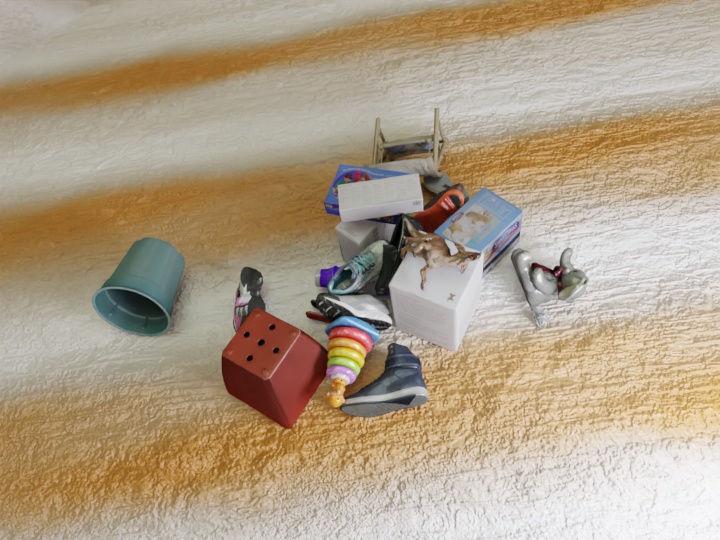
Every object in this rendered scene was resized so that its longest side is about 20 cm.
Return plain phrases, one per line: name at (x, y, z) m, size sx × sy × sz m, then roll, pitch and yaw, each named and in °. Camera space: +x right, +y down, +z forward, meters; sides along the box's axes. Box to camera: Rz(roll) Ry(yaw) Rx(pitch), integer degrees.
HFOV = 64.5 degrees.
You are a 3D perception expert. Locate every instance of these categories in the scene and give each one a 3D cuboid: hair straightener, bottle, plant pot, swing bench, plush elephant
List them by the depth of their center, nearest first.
plant pot at (-0.204, 0.206, 1.311) m, size 0.198 × 0.177 × 0.201 m, roll 24°, pitch 63°, yaw 23°
plush elephant at (0.458, 0.019, 1.341) m, size 0.153 × 0.165 × 0.202 m, roll -20°, pitch 83°, yaw 11°
hair straightener at (-0.035, 0.101, 1.435) m, size 0.198 × 0.041 × 0.078 m, roll 9°, pitch 59°, yaw 15°
bottle at (-0.017, 0.022, 1.459) m, size 0.197 × 0.084 × 0.066 m, roll 1°, pitch 45°, yaw 11°
plant pot at (-0.560, 0.034, 1.489) m, size 0.197 × 0.201 × 0.198 m, roll 0°, pitch 48°, yaw 10°
swing bench at (0.134, -0.335, 1.630) m, size 0.197 × 0.130 × 0.202 m, roll -1°, pitch 57°, yaw 23°

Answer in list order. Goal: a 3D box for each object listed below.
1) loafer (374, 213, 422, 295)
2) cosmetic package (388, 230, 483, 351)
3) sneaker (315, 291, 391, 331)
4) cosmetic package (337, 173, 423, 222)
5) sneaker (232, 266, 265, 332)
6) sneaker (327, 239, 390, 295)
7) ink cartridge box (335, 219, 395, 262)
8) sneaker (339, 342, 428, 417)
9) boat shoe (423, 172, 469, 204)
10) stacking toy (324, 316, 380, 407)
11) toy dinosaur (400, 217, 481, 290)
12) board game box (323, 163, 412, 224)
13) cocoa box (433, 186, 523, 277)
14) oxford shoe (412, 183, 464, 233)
loafer at (0.078, -0.039, 1.350) m, size 0.068 × 0.070 × 0.202 m, roll 7°, pitch 70°, yaw 63°
cosmetic package at (0.180, 0.051, 1.335) m, size 0.166 × 0.201 × 0.167 m, roll 21°, pitch 62°, yaw 21°
sneaker at (-0.016, 0.085, 1.353) m, size 0.198 × 0.074 × 0.080 m, roll 18°, pitch 56°, yaw -26°
cosmetic package at (0.047, -0.173, 1.366) m, size 0.197 × 0.051 × 0.083 m, roll -7°, pitch 58°, yaw 4°
sneaker at (-0.286, 0.093, 1.458) m, size 0.079 × 0.087 × 0.201 m, roll 15°, pitch 44°, yaw -14°
sneaker at (0.000, 0.000, 1.372) m, size 0.200 × 0.086 × 0.078 m, roll -45°, pitch 74°, yaw -3°
ink cartridge box at (0.034, -0.115, 1.505) m, size 0.087 × 0.146 × 0.200 m, roll 32°, pitch 67°, yaw 26°
sneaker at (0.047, 0.248, 1.303) m, size 0.200 × 0.077 × 0.147 m, roll -12°, pitch 51°, yaw 7°
boat shoe at (0.236, -0.215, 1.587) m, size 0.068 × 0.057 × 0.200 m, roll -26°, pitch 37°, yaw -10°
stacking toy at (-0.037, 0.217, 1.295) m, size 0.115 × 0.110 × 0.202 m, roll 27°, pitch 52°, yaw -17°
toy dinosaur at (0.166, -0.045, 1.235) m, size 0.134 × 0.086 × 0.201 m, roll -19°, pitch 43°, yaw -13°
board game box at (0.023, -0.194, 1.443) m, size 0.198 × 0.045 × 0.136 m, roll 11°, pitch 59°, yaw 16°
cocoa box at (0.297, -0.084, 1.449) m, size 0.200 × 0.132 × 0.133 m, roll -41°, pitch 59°, yaw -18°
oxford shoe at (0.202, -0.158, 1.510) m, size 0.199 × 0.071 × 0.073 m, roll -34°, pitch 20°, yaw 40°
